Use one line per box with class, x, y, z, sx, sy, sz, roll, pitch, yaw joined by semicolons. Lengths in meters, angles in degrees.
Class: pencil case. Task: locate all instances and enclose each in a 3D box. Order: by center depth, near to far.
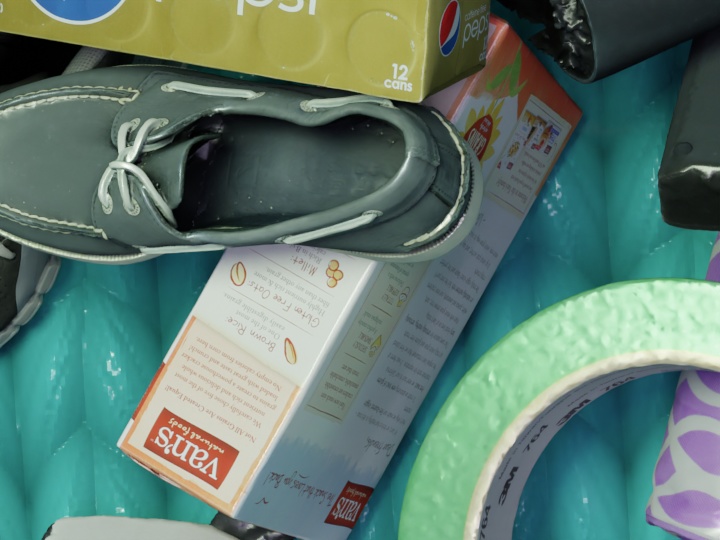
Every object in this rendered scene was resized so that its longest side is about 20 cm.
pencil case;0.170;0.017;1.058;0.085;0.084;0.201;17;91;-26

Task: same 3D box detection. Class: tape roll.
tape roll;0.113;0.104;0.998;0.199;0.048;0.202;-2;84;19

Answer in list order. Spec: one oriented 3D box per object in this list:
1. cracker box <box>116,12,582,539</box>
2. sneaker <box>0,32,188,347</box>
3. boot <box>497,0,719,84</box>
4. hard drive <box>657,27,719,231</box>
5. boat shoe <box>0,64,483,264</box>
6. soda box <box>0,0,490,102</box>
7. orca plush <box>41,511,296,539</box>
cracker box;0.000;0.000;1.042;0.057;0.134;0.201;28;88;19
sneaker;-0.142;-0.047;1.074;0.075;0.115;0.201;34;95;11
boot;0.114;-0.162;1.017;0.167;0.077;0.201;-15;51;-7
hard drive;0.193;-0.090;1.007;0.139;0.033;0.201;4;46;17
boat shoe;-0.059;-0.040;0.963;0.199;0.062;0.073;5;81;18
soda box;-0.055;-0.111;0.966;0.199;0.064;0.068;11;108;20
orca plush;-0.031;0.152;1.098;0.198;0.071;0.106;5;44;-3
